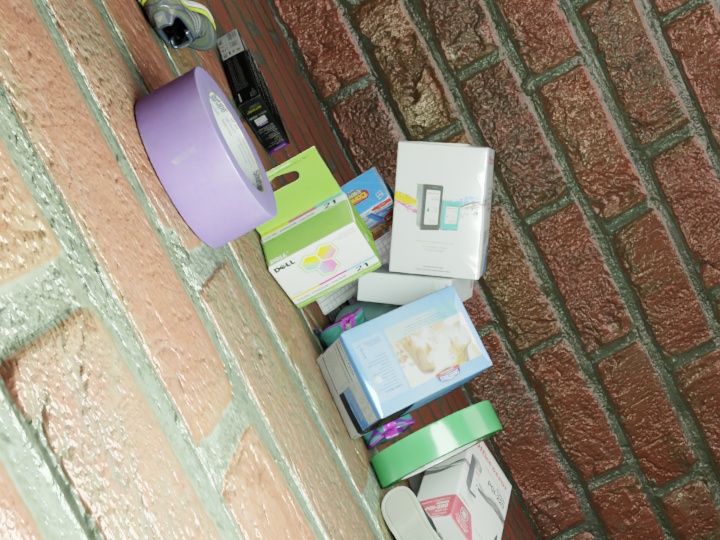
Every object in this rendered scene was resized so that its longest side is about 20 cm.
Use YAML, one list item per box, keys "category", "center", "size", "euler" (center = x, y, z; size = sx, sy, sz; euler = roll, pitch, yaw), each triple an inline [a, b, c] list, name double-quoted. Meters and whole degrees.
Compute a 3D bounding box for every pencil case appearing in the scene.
- category: "pencil case"
  center: [0.007, 0.164, 1.554]
  size: [0.093, 0.084, 0.202]
  euler: [104, -39, -76]

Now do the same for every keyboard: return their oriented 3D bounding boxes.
- category: "keyboard"
  center: [0.000, 0.000, 1.753]
  size: [0.057, 0.199, 0.011]
  euler: [58, -25, -6]

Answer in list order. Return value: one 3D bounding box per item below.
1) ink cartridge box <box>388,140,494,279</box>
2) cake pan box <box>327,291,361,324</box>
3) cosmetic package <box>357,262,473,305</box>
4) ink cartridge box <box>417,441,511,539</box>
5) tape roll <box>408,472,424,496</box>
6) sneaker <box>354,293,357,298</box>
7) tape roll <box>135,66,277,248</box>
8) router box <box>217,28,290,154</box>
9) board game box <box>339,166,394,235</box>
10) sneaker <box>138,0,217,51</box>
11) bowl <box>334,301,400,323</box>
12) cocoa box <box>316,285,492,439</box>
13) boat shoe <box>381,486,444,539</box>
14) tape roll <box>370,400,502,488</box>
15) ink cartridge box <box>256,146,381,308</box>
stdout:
- category: "ink cartridge box"
  center: [0.132, -0.099, 1.617]
  size: [0.147, 0.143, 0.204]
  euler: [-23, 118, -78]
- category: "cake pan box"
  center: [-0.014, 0.088, 1.829]
  size: [0.186, 0.052, 0.200]
  euler: [63, 6, 11]
- category: "cosmetic package"
  center: [0.094, 0.023, 1.653]
  size: [0.200, 0.148, 0.053]
  euler: [-15, 111, -72]
- category: "ink cartridge box"
  center: [0.166, 0.378, 1.648]
  size: [0.147, 0.084, 0.201]
  euler: [57, 30, -21]
- category: "tape roll"
  center: [0.144, 0.395, 1.820]
  size: [0.202, 0.065, 0.200]
  euler: [62, 6, -11]
- category: "sneaker"
  center: [0.041, 0.016, 1.823]
  size: [0.201, 0.114, 0.076]
  euler: [57, 9, -39]
- category: "tape roll"
  center: [-0.182, -0.135, 1.224]
  size: [0.202, 0.084, 0.200]
  euler: [62, 8, -14]
- category: "router box"
  center: [-0.207, -0.345, 1.967]
  size: [0.150, 0.050, 0.202]
  euler: [58, 9, -53]
- category: "board game box"
  center: [-0.034, -0.075, 1.644]
  size: [0.056, 0.198, 0.196]
  euler: [60, 7, 10]
- category: "sneaker"
  center: [-0.270, -0.363, 1.526]
  size: [0.200, 0.073, 0.082]
  euler: [22, 48, -69]
- category: "bowl"
  center: [0.060, 0.124, 1.690]
  size: [0.199, 0.105, 0.203]
  euler: [30, 42, -32]
- category: "cocoa box"
  center: [0.061, 0.130, 1.456]
  size: [0.135, 0.198, 0.131]
  euler: [63, -26, 11]
- category: "boat shoe"
  center: [0.084, 0.384, 1.383]
  size: [0.061, 0.073, 0.201]
  euler: [51, 5, -38]
- category: "tape roll"
  center: [0.112, 0.258, 1.509]
  size: [0.049, 0.198, 0.200]
  euler: [63, 6, 14]
- category: "ink cartridge box"
  center: [-0.079, -0.058, 1.466]
  size: [0.201, 0.146, 0.076]
  euler: [55, 11, -46]
